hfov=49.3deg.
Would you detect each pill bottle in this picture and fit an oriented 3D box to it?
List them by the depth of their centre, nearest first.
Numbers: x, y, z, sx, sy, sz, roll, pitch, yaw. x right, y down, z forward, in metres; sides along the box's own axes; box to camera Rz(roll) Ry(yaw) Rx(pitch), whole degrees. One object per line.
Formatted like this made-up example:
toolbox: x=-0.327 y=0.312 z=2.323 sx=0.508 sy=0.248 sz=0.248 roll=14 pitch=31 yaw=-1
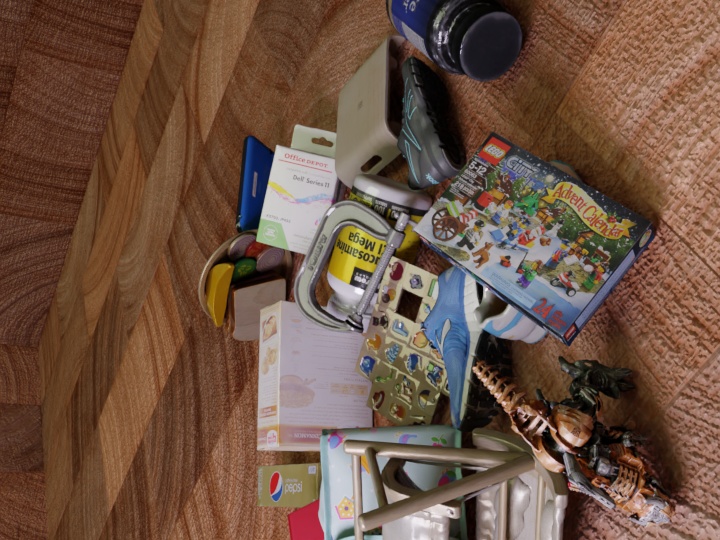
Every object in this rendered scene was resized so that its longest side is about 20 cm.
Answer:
pill bottle: x=0.118 y=-0.317 z=0.995 sx=0.112 sy=0.111 sz=0.200 roll=-65 pitch=35 yaw=24
pill bottle: x=0.019 y=-0.022 z=1.079 sx=0.112 sy=0.112 sz=0.202 roll=35 pitch=113 yaw=56

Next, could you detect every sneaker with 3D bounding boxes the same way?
sneaker: x=0.182 y=-0.022 z=0.843 sx=0.076 sy=0.080 sz=0.202 roll=24 pitch=101 yaw=60
sneaker: x=0.119 y=0.086 z=0.910 sx=0.089 sy=0.078 sz=0.202 roll=-16 pitch=62 yaw=43
sneaker: x=0.077 y=-0.200 z=1.056 sx=0.079 sy=0.075 sz=0.201 roll=-33 pitch=54 yaw=36

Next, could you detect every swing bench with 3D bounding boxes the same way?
swing bench: x=0.091 y=0.274 z=0.772 sx=0.130 sy=0.198 sz=0.201 roll=-111 pitch=18 yaw=-68

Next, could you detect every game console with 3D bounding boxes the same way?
game console: x=-0.202 y=-0.115 z=1.451 sx=0.118 sy=0.170 sz=0.202 roll=-14 pitch=61 yaw=28

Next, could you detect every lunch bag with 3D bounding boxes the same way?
lunch bag: x=0.036 y=0.282 z=0.904 sx=0.122 sy=0.169 sz=0.202 roll=107 pitch=162 yaw=-79

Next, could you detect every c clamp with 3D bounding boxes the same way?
c clamp: x=0.000 y=0.000 z=1.012 sx=0.170 sy=0.027 sz=0.201 roll=36 pitch=108 yaw=18

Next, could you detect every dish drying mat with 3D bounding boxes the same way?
dish drying mat: x=-0.001 y=0.307 z=1.008 sx=0.199 sy=0.018 sz=0.077 roll=-27 pitch=39 yaw=9

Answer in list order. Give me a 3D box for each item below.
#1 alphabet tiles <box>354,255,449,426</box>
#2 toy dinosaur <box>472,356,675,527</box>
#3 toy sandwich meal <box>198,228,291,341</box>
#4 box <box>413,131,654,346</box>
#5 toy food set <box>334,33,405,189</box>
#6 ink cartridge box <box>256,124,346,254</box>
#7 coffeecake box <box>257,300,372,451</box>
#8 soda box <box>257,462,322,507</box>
alphabet tiles: x=0.073 y=0.103 z=0.996 sx=0.166 sy=0.008 sz=0.202 roll=25 pitch=105 yaw=34
toy dinosaur: x=0.197 y=0.143 z=0.713 sx=0.102 sy=0.136 sz=0.201 roll=-36 pitch=93 yaw=31
toy sandwich meal: x=-0.187 y=0.028 z=1.348 sx=0.070 sy=0.204 sz=0.206 roll=38 pitch=115 yaw=40
box: x=0.169 y=-0.037 z=0.791 sx=0.200 sy=0.038 sz=0.137 roll=38 pitch=88 yaw=33
toy food set: x=0.024 y=-0.240 z=1.194 sx=0.143 sy=0.060 sz=0.202 roll=-35 pitch=46 yaw=51
ink cartridge box: x=-0.088 y=-0.132 z=1.272 sx=0.116 sy=0.067 sz=0.202 roll=14 pitch=96 yaw=14
coffeecake box: x=-0.064 y=0.156 z=1.128 sx=0.073 sy=0.152 sz=0.202 roll=-24 pitch=61 yaw=54
soda box: x=-0.087 y=0.329 z=1.202 sx=0.200 sy=0.067 sz=0.065 roll=-22 pitch=64 yaw=55
